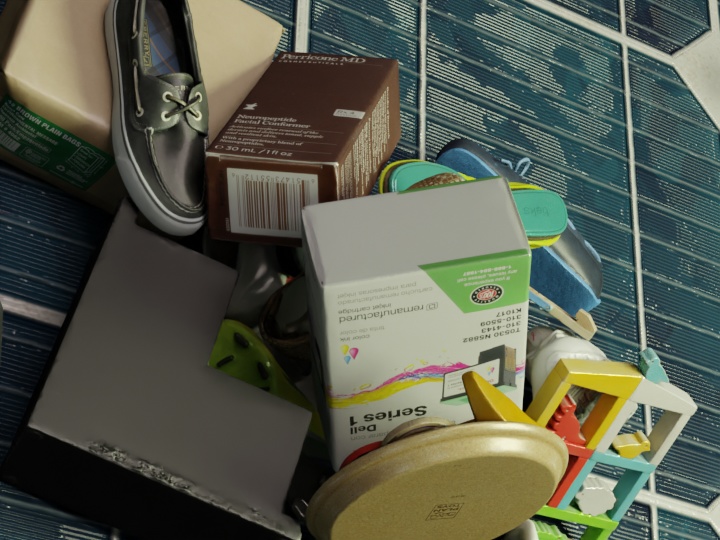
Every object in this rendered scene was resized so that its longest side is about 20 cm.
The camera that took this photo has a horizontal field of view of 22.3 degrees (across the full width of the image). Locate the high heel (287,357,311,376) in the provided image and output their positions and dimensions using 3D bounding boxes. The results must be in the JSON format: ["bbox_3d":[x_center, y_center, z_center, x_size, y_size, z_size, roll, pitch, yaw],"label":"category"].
[{"bbox_3d":[0.054,0.085,1.408,0.200,0.143,0.071,48,4,3],"label":"high heel"}]

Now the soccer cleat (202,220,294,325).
[{"bbox_3d":[-0.081,-0.051,1.436,0.078,0.069,0.200,32,53,-32],"label":"soccer cleat"}]

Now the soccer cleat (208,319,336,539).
[{"bbox_3d":[-0.052,0.123,1.376,0.200,0.065,0.084,53,17,7],"label":"soccer cleat"}]

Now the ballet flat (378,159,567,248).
[{"bbox_3d":[0.076,-0.043,1.439,0.200,0.067,0.067,6,75,-40],"label":"ballet flat"}]

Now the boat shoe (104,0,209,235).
[{"bbox_3d":[-0.141,-0.124,1.307,0.069,0.057,0.200,0,66,-35],"label":"boat shoe"}]

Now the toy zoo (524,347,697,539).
[{"bbox_3d":[0.177,0.141,1.437,0.131,0.200,0.020,16,26,-29],"label":"toy zoo"}]

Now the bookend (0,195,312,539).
[{"bbox_3d":[-0.122,0.084,1.288,0.198,0.092,0.200,24,55,-11],"label":"bookend"}]

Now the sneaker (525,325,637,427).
[{"bbox_3d":[0.161,0.084,1.497,0.099,0.078,0.200,52,0,23],"label":"sneaker"}]

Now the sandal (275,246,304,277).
[{"bbox_3d":[0.007,-0.014,1.459,0.200,0.048,0.076,2,85,-57],"label":"sandal"}]

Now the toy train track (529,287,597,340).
[{"bbox_3d":[0.118,-0.012,1.522,0.200,0.033,0.115,36,8,8],"label":"toy train track"}]

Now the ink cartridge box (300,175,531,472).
[{"bbox_3d":[0.039,0.041,1.282,0.144,0.200,0.084,-9,47,-6],"label":"ink cartridge box"}]

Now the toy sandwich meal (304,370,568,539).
[{"bbox_3d":[0.052,0.137,1.258,0.205,0.205,0.070,7,53,-33],"label":"toy sandwich meal"}]

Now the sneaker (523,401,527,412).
[{"bbox_3d":[0.093,0.092,1.466,0.200,0.090,0.070,47,47,-4],"label":"sneaker"}]

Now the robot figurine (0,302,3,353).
[{"bbox_3d":[-0.321,0.035,1.180,0.150,0.125,0.200,-10,63,7],"label":"robot figurine"}]

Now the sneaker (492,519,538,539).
[{"bbox_3d":[0.122,0.234,1.380,0.199,0.130,0.080,11,60,-31],"label":"sneaker"}]

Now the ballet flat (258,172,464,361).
[{"bbox_3d":[0.000,0.000,1.340,0.065,0.200,0.071,10,41,-54],"label":"ballet flat"}]

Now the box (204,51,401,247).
[{"bbox_3d":[-0.038,-0.093,1.350,0.100,0.075,0.200,5,27,12],"label":"box"}]

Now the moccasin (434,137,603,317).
[{"bbox_3d":[0.136,-0.043,1.597,0.200,0.080,0.068,49,41,-22],"label":"moccasin"}]

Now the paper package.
[{"bbox_3d":[-0.180,-0.146,1.397,0.200,0.103,0.191,29,51,-21],"label":"paper package"}]
